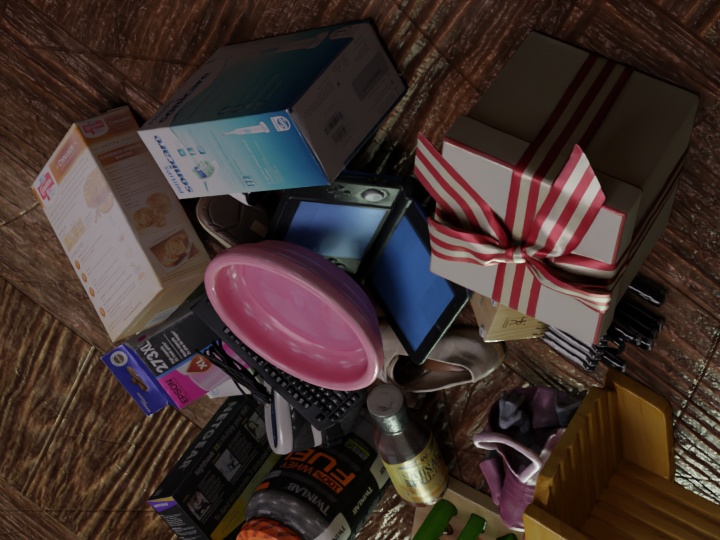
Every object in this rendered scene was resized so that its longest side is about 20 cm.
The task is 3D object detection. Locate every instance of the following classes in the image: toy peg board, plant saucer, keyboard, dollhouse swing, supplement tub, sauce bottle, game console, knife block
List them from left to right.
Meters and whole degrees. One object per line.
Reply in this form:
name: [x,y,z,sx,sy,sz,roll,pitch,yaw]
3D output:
keyboard: [-0.093,0.097,1.791,0.200,0.040,0.104,44,103,-11]
plant saucer: [-0.059,0.038,1.695,0.200,0.051,0.201,26,150,16]
supplement tub: [-0.047,0.254,1.920,0.122,0.200,0.123,22,141,19]
game console: [0.000,0.000,1.645,0.170,0.119,0.200,5,154,-12]
sauce bottle: [0.048,0.190,1.850,0.066,0.066,0.200,17,155,26]
toy peg board: [0.133,0.358,1.969,0.200,0.098,0.199,26,142,16]
knife block: [0.187,0.002,1.584,0.064,0.175,0.200,108,151,-51]
dollhouse swing: [0.280,0.236,1.625,0.176,0.200,0.182,16,138,28]

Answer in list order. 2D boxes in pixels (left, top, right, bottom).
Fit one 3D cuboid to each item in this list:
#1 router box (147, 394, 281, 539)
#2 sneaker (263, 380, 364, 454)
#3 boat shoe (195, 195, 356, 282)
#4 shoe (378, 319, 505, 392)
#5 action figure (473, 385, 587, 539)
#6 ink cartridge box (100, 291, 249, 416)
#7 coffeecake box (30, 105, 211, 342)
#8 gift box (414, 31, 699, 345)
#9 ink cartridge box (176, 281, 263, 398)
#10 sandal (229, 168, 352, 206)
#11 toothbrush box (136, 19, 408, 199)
router box: [-0.134,0.252,1.990,0.052,0.200,0.157,-16,117,47]
sneaker: [-0.049,0.097,1.866,0.073,0.112,0.200,-146,52,-62]
boat shoe: [-0.085,-0.019,1.783,0.202,0.075,0.075,42,169,-10]
shoe: [0.057,0.092,1.781,0.200,0.053,0.070,-4,128,42]
action figure: [0.182,0.215,1.743,0.134,0.149,0.200,19,126,15]
ink cartridge box: [-0.183,0.087,1.899,0.200,0.037,0.095,-30,113,12]
coffeecake box: [-0.256,-0.048,1.818,0.200,0.073,0.154,61,144,9]
gift box: [0.156,-0.075,1.407,0.184,0.187,0.200,21,141,21]
ink cartridge box: [-0.204,0.084,2.000,0.200,0.048,0.146,-11,123,43]
sandal: [-0.093,-0.088,1.682,0.206,0.079,0.059,20,110,21]
toothbrush box: [-0.082,-0.146,1.564,0.200,0.146,0.085,-3,128,41]
